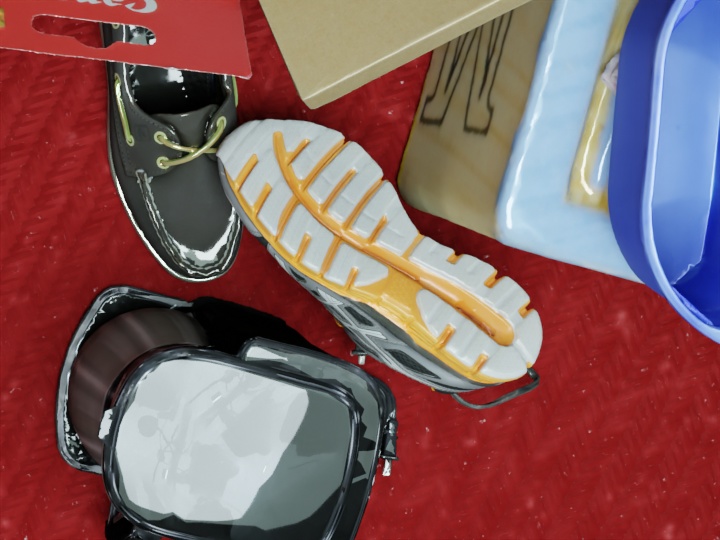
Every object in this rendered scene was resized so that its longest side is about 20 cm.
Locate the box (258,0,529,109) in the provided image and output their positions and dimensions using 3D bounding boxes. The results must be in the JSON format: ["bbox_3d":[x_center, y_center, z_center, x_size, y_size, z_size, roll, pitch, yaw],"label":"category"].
[{"bbox_3d":[0.032,-0.190,1.307,0.200,0.021,0.164,-26,67,7],"label":"box"}]

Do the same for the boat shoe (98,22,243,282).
[{"bbox_3d":[-0.101,-0.088,1.424,0.072,0.061,0.202,-14,100,-12],"label":"boat shoe"}]

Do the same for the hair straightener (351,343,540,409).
[{"bbox_3d":[0.019,0.021,1.482,0.200,0.041,0.077,33,80,-21],"label":"hair straightener"}]

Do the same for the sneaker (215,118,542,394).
[{"bbox_3d":[0.000,0.000,1.413,0.200,0.077,0.078,41,61,-3],"label":"sneaker"}]

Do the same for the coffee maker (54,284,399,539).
[{"bbox_3d":[-0.053,0.078,1.385,0.192,0.200,0.135,-10,100,-13],"label":"coffee maker"}]

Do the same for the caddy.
[{"bbox_3d":[0.194,-0.061,1.243,0.141,0.105,0.201,2,97,-14],"label":"caddy"}]

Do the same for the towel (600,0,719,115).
[{"bbox_3d":[0.249,-0.096,1.323,0.200,0.032,0.191,-45,106,-5],"label":"towel"}]

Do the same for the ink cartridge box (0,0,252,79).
[{"bbox_3d":[-0.136,-0.184,1.341,0.161,0.200,0.050,5,130,-15],"label":"ink cartridge box"}]

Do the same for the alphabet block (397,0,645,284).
[{"bbox_3d":[0.152,-0.095,1.417,0.195,0.200,0.197,17,93,-17],"label":"alphabet block"}]
